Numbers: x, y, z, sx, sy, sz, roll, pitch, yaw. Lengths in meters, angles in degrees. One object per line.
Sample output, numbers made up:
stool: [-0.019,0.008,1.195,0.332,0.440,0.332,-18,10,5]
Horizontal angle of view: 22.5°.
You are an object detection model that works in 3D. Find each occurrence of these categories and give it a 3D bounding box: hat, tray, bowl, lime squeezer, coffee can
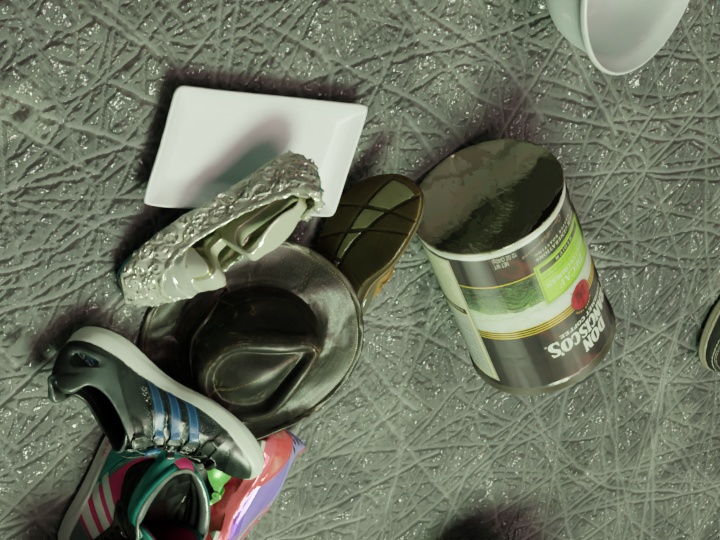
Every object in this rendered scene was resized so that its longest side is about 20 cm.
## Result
hat: [-0.087,0.073,1.560,0.200,0.081,0.201,-4,109,-12]
tray: [-0.090,-0.102,1.531,0.199,0.022,0.108,2,116,-39]
bowl: [0.218,-0.281,1.594,0.201,0.090,0.202,-34,136,-40]
lime squeezer: [-0.157,0.194,1.640,0.070,0.038,0.201,15,110,-16]
coffee can: [0.144,-0.001,1.692,0.146,0.146,0.200,-38,134,-13]

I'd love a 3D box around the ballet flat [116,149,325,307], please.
ballet flat: [-0.114,-0.025,1.504,0.200,0.072,0.072,-36,135,2]

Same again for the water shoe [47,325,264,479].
water shoe: [-0.175,0.131,1.524,0.200,0.071,0.079,37,58,-10]

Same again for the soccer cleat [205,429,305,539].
soccer cleat: [-0.121,0.232,1.693,0.076,0.067,0.200,22,99,-49]

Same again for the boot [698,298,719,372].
boot: [0.481,0.056,1.990,0.200,0.151,0.073,-46,135,-5]

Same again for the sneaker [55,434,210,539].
sneaker: [-0.195,0.231,1.591,0.083,0.121,0.201,8,112,-41]

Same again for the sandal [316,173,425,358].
sandal: [0.000,0.000,1.632,0.055,0.082,0.201,-10,128,-58]
